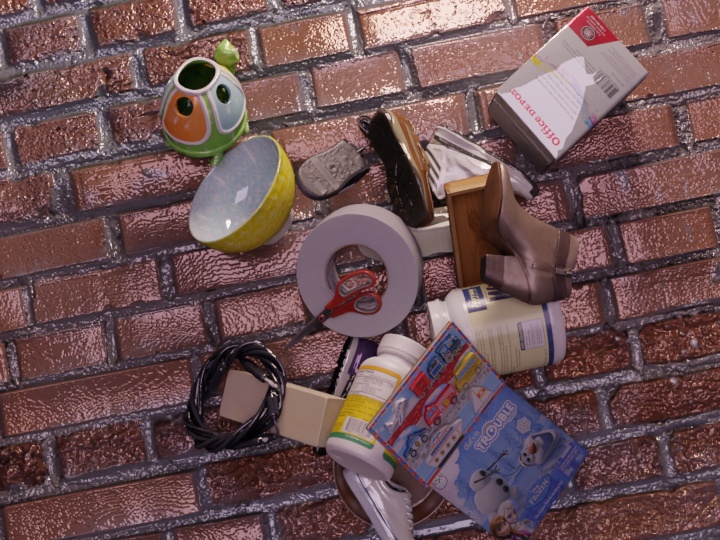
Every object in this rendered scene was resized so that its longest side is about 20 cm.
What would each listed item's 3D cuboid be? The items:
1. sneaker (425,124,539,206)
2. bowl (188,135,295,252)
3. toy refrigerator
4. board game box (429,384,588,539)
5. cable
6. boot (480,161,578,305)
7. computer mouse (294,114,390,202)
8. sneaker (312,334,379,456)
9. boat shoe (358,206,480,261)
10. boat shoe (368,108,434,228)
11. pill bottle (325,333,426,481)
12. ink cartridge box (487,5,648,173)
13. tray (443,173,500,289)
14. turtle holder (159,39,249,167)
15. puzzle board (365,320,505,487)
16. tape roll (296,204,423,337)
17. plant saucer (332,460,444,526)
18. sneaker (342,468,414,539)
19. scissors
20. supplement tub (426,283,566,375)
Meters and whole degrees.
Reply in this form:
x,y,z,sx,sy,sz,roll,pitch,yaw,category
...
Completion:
x,y,z,sx,sy,sz,roll,pitch,yaw,category
0.186,-0.142,1.529,0.199,0.076,0.117,31,96,11,sneaker
-0.169,-0.103,1.499,0.201,0.200,0.107,-51,128,-2,bowl
-0.121,0.216,1.468,0.197,0.070,0.077,10,86,32,toy refrigerator
0.228,0.307,1.484,0.198,0.043,0.201,37,87,-8,board game box
-0.203,0.197,1.452,0.197,0.051,0.167,-15,73,29,cable
0.254,-0.052,1.388,0.143,0.070,0.204,6,88,-12,boot
-0.010,-0.150,1.518,0.140,0.046,0.200,45,60,4,computer mouse
-0.012,0.212,1.505,0.086,0.076,0.203,21,92,-9,sneaker
0.094,-0.063,1.524,0.197,0.061,0.073,-7,127,5,boat shoe
0.080,-0.168,1.492,0.073,0.075,0.203,-6,71,-39,boat shoe
0.033,0.204,1.420,0.111,0.113,0.202,23,67,3,pill bottle
0.323,-0.281,1.488,0.199,0.145,0.146,-41,87,-1,ink cartridge box
0.192,-0.054,1.475,0.097,0.037,0.203,-11,124,1,tray
-0.239,-0.274,1.499,0.185,0.133,0.141,-37,62,-24,turtle holder
0.116,0.198,1.370,0.201,0.017,0.151,-50,117,-12,puzzle board
0.000,0.000,1.483,0.196,0.066,0.204,4,109,11,tape roll
0.053,0.311,1.501,0.196,0.034,0.205,0,93,-4,plant saucer
0.052,0.375,1.452,0.070,0.073,0.202,-33,95,4,sneaker
-0.055,0.062,1.476,0.197,0.014,0.074,-24,103,20,scissors
0.211,0.091,1.467,0.196,0.145,0.148,-11,86,1,supplement tub
